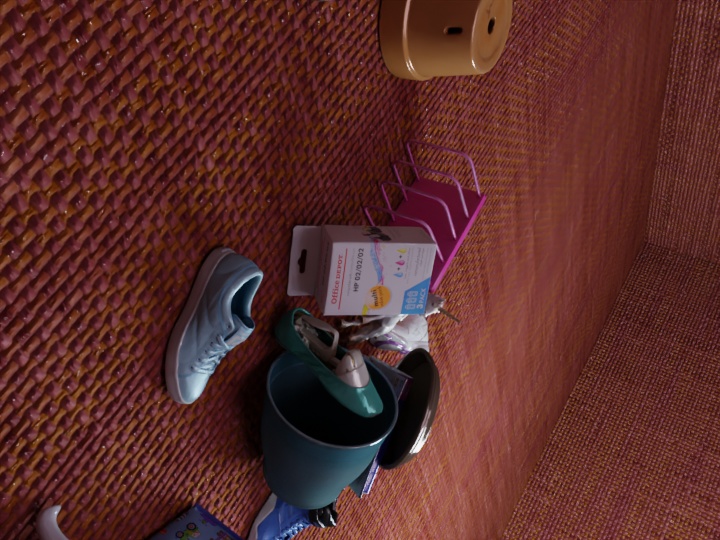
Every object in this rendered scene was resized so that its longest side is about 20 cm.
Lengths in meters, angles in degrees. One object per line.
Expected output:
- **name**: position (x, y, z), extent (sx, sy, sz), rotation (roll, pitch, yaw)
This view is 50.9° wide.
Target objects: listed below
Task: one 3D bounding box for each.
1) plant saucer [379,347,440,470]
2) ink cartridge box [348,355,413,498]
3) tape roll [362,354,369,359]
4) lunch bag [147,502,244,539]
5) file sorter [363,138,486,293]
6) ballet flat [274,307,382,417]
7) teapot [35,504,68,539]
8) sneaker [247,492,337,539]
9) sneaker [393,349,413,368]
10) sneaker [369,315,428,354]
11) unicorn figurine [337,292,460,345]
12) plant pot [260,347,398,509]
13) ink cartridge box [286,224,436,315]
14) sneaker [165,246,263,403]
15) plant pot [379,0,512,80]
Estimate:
- **plant saucer**: position (0.076, 0.225, 1.225), extent (0.201, 0.029, 0.201), rotation (-90, -154, -53)
- **ink cartridge box**: position (0.023, 0.254, 1.242), extent (0.199, 0.043, 0.200), rotation (-68, -163, -2)
- **tape roll**: position (-0.022, 0.250, 1.372), extent (0.203, 0.037, 0.205), rotation (-41, 142, -44)
- **lunch bag**: position (-0.198, 0.423, 0.989), extent (0.150, 0.198, 0.095), rotation (-28, 132, -52)
- **file sorter**: position (0.093, -0.096, 1.244), extent (0.201, 0.138, 0.126), rotation (-58, 147, -21)
- **ballet flat**: position (-0.040, 0.125, 1.077), extent (0.067, 0.199, 0.071), rotation (-33, 158, -52)
- **teapot**: position (-0.352, 0.373, 0.747), extent (0.198, 0.146, 0.200), rotation (-51, -173, 7)
- **sneaker**: position (-0.101, 0.413, 1.255), extent (0.201, 0.110, 0.077), rotation (-59, 151, -19)
- **sneaker**: position (0.063, 0.222, 1.359), extent (0.201, 0.074, 0.089), rotation (-68, 179, -49)
- **sneaker**: position (0.073, 0.105, 1.433), extent (0.200, 0.074, 0.101), rotation (24, 68, -62)
- **unicorn figurine**: position (0.049, 0.071, 1.244), extent (0.136, 0.199, 0.075), rotation (-6, 82, -28)
- **plant pot**: position (-0.064, 0.249, 1.146), extent (0.199, 0.199, 0.190), rotation (-32, 150, -49)
- **ink cartridge box**: position (0.000, 0.000, 1.092), extent (0.197, 0.068, 0.117), rotation (0, 115, -18)
- **sneaker**: position (-0.176, 0.076, 0.927), extent (0.074, 0.081, 0.203), rotation (9, 100, -61)
- **plant pot**: position (0.136, -0.376, 1.131), extent (0.200, 0.139, 0.202), rotation (-41, 142, -42)
